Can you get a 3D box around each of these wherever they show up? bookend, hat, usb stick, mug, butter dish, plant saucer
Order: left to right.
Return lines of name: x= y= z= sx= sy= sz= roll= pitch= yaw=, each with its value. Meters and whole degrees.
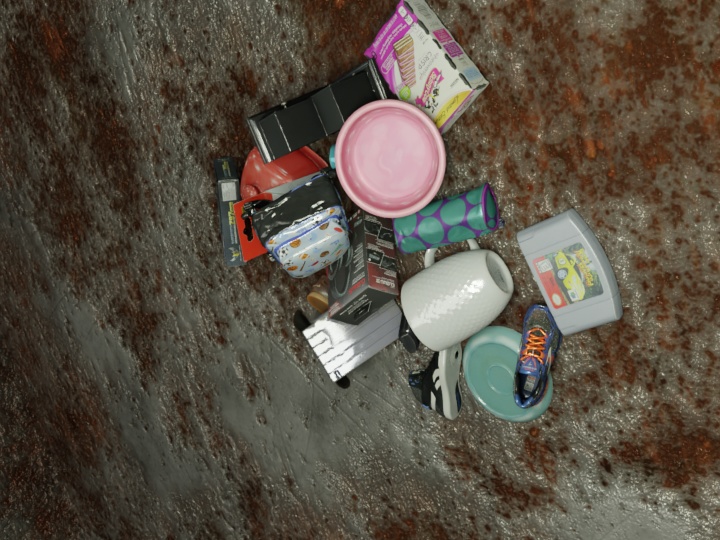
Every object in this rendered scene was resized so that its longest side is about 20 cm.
butter dish: x=-0.185 y=-0.175 z=1.761 sx=0.198 sy=0.147 sz=0.202 roll=38 pitch=131 yaw=20
bookend: x=-0.079 y=-0.287 z=1.535 sx=0.198 sy=0.198 sz=0.094 roll=-6 pitch=110 yaw=64
hat: x=-0.060 y=0.153 z=1.840 sx=0.080 sy=0.200 sz=0.202 roll=-36 pitch=84 yaw=8
plant saucer: x=0.054 y=-0.196 z=1.467 sx=0.196 sy=0.051 sz=0.205 roll=5 pitch=109 yaw=14
usb stick: x=0.100 y=0.084 z=1.608 sx=0.032 sy=0.201 sz=0.056 roll=-20 pitch=115 yaw=18
mug: x=0.178 y=0.020 z=1.548 sx=0.174 sy=0.146 sz=0.204 roll=-31 pitch=59 yaw=32
plant saucer: x=0.274 y=0.205 z=1.622 sx=0.197 sy=0.027 sz=0.204 roll=20 pitch=123 yaw=33

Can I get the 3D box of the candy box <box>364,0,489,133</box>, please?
candy box: x=0.111 y=-0.351 z=1.467 sx=0.201 sy=0.061 sz=0.136 roll=53 pitch=135 yaw=8

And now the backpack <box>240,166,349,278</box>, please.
backpack: x=-0.102 y=-0.080 z=1.604 sx=0.196 sy=0.191 sz=0.157 roll=-22 pitch=80 yaw=2

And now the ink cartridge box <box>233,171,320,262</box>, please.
ink cartridge box: x=-0.149 y=-0.098 z=1.708 sx=0.050 sy=0.197 sz=0.164 roll=50 pitch=155 yaw=38

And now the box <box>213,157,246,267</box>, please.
box: x=-0.293 y=-0.133 z=1.890 sx=0.158 sy=0.050 sz=0.204 roll=-116 pitch=22 yaw=-62

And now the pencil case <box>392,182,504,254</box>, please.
pencil case: x=0.154 y=-0.091 z=1.520 sx=0.197 sy=0.093 sz=0.086 roll=-14 pitch=118 yaw=33

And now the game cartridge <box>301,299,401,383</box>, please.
game cartridge: x=-0.009 y=0.120 z=1.733 sx=0.131 sy=0.198 sz=0.038 roll=56 pitch=173 yaw=7

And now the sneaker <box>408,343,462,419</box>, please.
sneaker: x=0.143 y=0.201 z=1.704 sx=0.110 sy=0.073 sz=0.204 roll=14 pitch=121 yaw=35

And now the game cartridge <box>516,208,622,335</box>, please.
game cartridge: x=0.361 y=0.004 z=1.438 sx=0.132 sy=0.041 sz=0.203 roll=-25 pitch=93 yaw=42

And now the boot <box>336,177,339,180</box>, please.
boot: x=0.053 y=-0.182 z=1.591 sx=0.159 sy=0.079 sz=0.211 roll=54 pitch=135 yaw=7

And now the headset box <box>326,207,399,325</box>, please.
headset box: x=0.000 y=0.000 z=1.661 sx=0.148 sy=0.076 sz=0.204 roll=-38 pitch=46 yaw=46

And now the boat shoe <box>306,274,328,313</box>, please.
boat shoe: x=-0.018 y=0.087 z=1.792 sx=0.199 sy=0.071 sz=0.070 roll=40 pitch=148 yaw=-7

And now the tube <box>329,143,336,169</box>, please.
tube: x=0.040 y=-0.209 z=1.519 sx=0.196 sy=0.050 sz=0.079 roll=-1 pitch=112 yaw=28

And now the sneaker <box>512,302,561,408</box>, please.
sneaker: x=0.313 y=0.158 z=1.508 sx=0.074 sy=0.078 sz=0.205 roll=9 pitch=106 yaw=20
